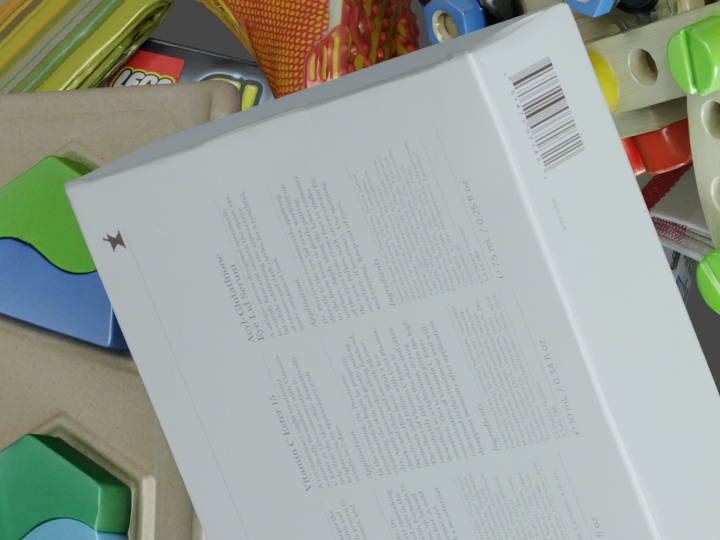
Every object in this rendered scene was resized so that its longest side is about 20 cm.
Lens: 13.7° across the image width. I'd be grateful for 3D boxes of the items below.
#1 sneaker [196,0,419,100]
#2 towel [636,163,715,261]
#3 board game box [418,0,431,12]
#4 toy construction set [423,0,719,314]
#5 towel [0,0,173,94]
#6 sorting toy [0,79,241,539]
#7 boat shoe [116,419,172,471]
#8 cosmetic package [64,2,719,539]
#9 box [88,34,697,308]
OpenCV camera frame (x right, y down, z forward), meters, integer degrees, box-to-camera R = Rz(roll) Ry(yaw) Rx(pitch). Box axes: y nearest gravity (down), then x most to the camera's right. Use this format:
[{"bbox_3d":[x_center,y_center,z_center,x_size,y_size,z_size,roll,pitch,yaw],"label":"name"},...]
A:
[{"bbox_3d":[-0.029,-0.094,0.932,0.077,0.073,0.200,-21,44,7],"label":"sneaker"},{"bbox_3d":[0.159,-0.044,0.861,0.200,0.023,0.144,20,56,39],"label":"towel"},{"bbox_3d":[0.098,-0.142,0.900,0.200,0.135,0.034,-43,70,-2],"label":"board game box"},{"bbox_3d":[0.077,-0.031,0.807,0.200,0.092,0.131,-16,97,43],"label":"toy construction set"},{"bbox_3d":[-0.148,-0.117,0.989,0.086,0.018,0.200,-43,62,0],"label":"towel"},{"bbox_3d":[-0.122,0.038,0.905,0.200,0.036,0.185,-2,82,33],"label":"sorting toy"},{"bbox_3d":[0.001,0.091,0.890,0.200,0.073,0.065,12,78,19],"label":"boat shoe"},{"bbox_3d":[0.022,0.046,0.788,0.151,0.052,0.200,-15,99,40],"label":"cosmetic package"},{"bbox_3d":[0.000,0.000,0.935,0.200,0.035,0.110,15,79,15],"label":"box"}]
